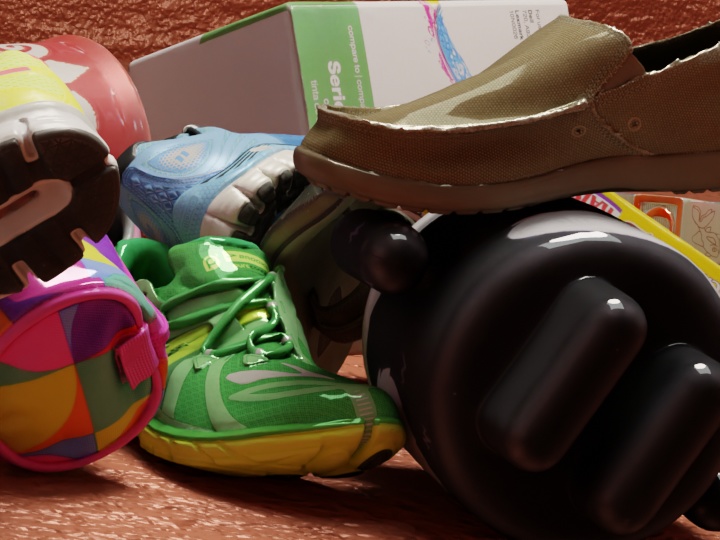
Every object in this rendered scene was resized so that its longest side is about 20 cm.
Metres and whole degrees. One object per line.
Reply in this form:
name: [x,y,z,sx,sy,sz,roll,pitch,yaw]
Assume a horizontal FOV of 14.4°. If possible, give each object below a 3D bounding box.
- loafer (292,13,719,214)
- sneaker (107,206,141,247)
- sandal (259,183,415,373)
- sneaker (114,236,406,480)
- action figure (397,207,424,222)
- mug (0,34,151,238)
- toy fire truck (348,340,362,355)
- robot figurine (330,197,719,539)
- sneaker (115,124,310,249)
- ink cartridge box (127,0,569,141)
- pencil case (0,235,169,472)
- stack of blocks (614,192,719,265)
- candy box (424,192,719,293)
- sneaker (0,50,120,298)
loafer: [0.069,-0.062,1.069,0.200,0.068,0.076,-5,11,-20]
sneaker: [-0.162,0.003,1.192,0.070,0.082,0.200,14,9,28]
sandal: [0.001,0.000,1.188,0.057,0.080,0.201,35,-24,14]
sneaker: [-0.055,0.031,1.103,0.074,0.084,0.200,4,10,-37]
action figure: [0.026,-0.024,1.491,0.200,0.105,0.193,22,-14,-3]
mug: [-0.202,-0.050,1.328,0.200,0.134,0.177,-3,-7,-42]
toy fire truck: [0.018,0.030,1.340,0.141,0.049,0.200,8,8,-3]
robot figurine: [0.069,0.037,1.073,0.125,0.150,0.200,-17,13,-10]
sneaker: [-0.049,-0.039,1.260,0.090,0.078,0.200,25,6,16]
ink cartridge box: [0.000,-0.089,1.521,0.200,0.084,0.145,-5,-6,-41]
pencil case: [-0.137,-0.010,1.083,0.088,0.088,0.200,5,32,-30]
stack of blocks: [0.213,-0.001,1.421,0.115,0.059,0.200,6,1,40]
candy box: [0.117,0.003,1.287,0.200,0.026,0.102,35,-18,9]
sneaker: [-0.178,-0.012,1.005,0.200,0.078,0.090,-25,41,5]
